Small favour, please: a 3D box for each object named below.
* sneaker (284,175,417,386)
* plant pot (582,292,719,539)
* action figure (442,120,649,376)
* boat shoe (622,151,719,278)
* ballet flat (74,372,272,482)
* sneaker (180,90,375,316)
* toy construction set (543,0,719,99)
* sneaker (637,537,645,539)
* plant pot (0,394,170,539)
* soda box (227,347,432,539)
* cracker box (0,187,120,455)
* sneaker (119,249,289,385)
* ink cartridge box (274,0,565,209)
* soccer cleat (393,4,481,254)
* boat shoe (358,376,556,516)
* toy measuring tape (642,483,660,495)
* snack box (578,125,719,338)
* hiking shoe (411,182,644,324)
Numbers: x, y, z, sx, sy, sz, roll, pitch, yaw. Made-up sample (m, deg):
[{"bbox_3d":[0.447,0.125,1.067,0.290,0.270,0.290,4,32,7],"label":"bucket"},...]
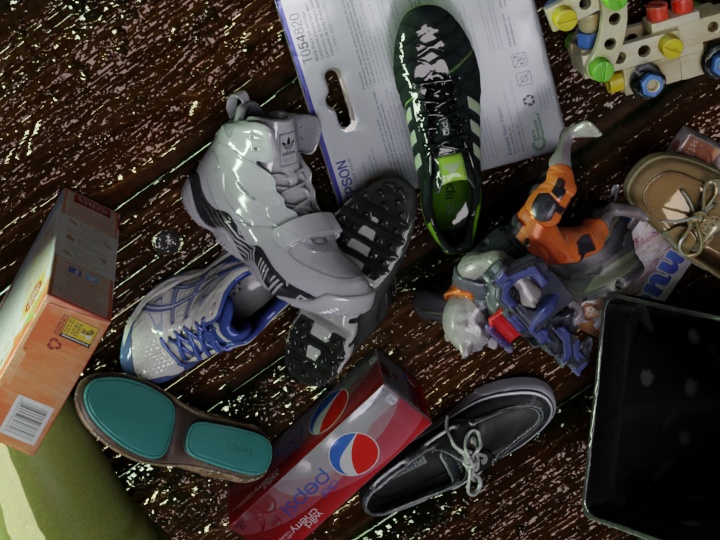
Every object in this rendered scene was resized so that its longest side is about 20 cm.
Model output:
[{"bbox_3d":[0.000,0.000,1.367,0.066,0.090,0.200,30,116,12],"label":"sneaker"},{"bbox_3d":[0.328,0.131,1.382,0.177,0.200,0.200,0,98,-39],"label":"plant pot"},{"bbox_3d":[0.141,-0.002,1.302,0.193,0.105,0.200,-45,144,-9],"label":"action figure"},{"bbox_3d":[0.308,-0.031,1.365,0.200,0.063,0.073,30,110,-21],"label":"boat shoe"},{"bbox_3d":[-0.171,0.142,1.416,0.200,0.065,0.071,27,70,-30],"label":"ballet flat"},{"bbox_3d":[-0.056,-0.054,1.285,0.075,0.200,0.115,-16,137,-49],"label":"sneaker"},{"bbox_3d":[0.242,-0.206,1.287,0.200,0.092,0.131,-9,119,8],"label":"toy construction set"},{"bbox_3d":[0.287,0.299,1.550,0.087,0.074,0.200,-24,117,12],"label":"sneaker"},{"bbox_3d":[-0.287,0.191,1.389,0.200,0.200,0.184,-18,105,3],"label":"plant pot"},{"bbox_3d":[-0.030,0.166,1.453,0.063,0.070,0.200,40,106,-23],"label":"soda box"},{"bbox_3d":[-0.248,0.036,1.295,0.058,0.200,0.134,25,111,-18],"label":"cracker box"},{"bbox_3d":[-0.129,0.038,1.371,0.200,0.088,0.075,-40,115,15],"label":"sneaker"},{"bbox_3d":[0.051,-0.165,1.313,0.200,0.041,0.200,-15,117,2],"label":"ink cartridge box"},{"bbox_3d":[0.068,-0.109,1.274,0.067,0.081,0.200,-10,117,0],"label":"soccer cleat"},{"bbox_3d":[0.087,0.163,1.463,0.199,0.068,0.074,-21,117,5],"label":"boat shoe"},{"bbox_3d":[0.343,0.208,1.509,0.200,0.074,0.074,22,112,-17],"label":"toy measuring tape"},{"bbox_3d":[0.257,-0.026,1.411,0.072,0.024,0.200,24,111,-18],"label":"snack box"},{"bbox_3d":[0.136,-0.014,1.389,0.200,0.076,0.101,-14,93,8],"label":"hiking shoe"}]
